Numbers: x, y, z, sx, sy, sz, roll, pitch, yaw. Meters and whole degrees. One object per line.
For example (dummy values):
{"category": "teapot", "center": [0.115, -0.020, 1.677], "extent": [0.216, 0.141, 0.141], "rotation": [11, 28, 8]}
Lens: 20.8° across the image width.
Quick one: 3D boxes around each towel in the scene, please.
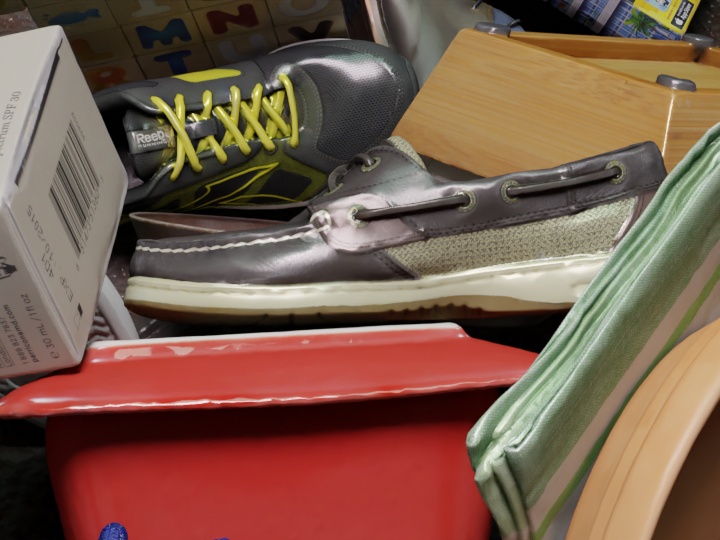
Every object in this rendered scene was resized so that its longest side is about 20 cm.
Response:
{"category": "towel", "center": [0.092, 0.064, 0.682], "extent": [0.023, 0.201, 0.153], "rotation": [25, 61, 28]}

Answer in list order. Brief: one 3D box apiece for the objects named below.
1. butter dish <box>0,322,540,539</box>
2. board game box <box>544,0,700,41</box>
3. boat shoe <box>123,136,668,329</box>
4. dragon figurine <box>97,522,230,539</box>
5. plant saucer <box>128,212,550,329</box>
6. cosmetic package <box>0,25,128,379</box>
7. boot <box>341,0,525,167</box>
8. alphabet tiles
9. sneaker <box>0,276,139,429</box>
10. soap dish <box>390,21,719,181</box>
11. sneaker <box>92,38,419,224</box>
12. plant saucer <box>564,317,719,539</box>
{"category": "butter dish", "center": [-0.032, 0.096, 0.713], "extent": [0.198, 0.149, 0.199], "rotation": [-2, -3, -9]}
{"category": "board game box", "center": [0.108, -0.214, 1.091], "extent": [0.199, 0.062, 0.200], "rotation": [31, 45, 2]}
{"category": "boat shoe", "center": [0.015, -0.014, 0.702], "extent": [0.199, 0.067, 0.072], "rotation": [-3, -2, -2]}
{"category": "dragon figurine", "center": [-0.082, 0.165, 0.569], "extent": [0.058, 0.100, 0.201], "rotation": [8, 41, 13]}
{"category": "plant saucer", "center": [0.000, 0.000, 0.835], "extent": [0.199, 0.032, 0.200], "rotation": [5, 4, 0]}
{"category": "cosmetic package", "center": [-0.188, -0.010, 0.665], "extent": [0.199, 0.071, 0.106], "rotation": [-11, 38, 12]}
{"category": "boot", "center": [0.037, -0.117, 1.001], "extent": [0.096, 0.075, 0.201], "rotation": [5, 60, -14]}
{"category": "alphabet tiles", "center": [-0.107, -0.106, 0.895], "extent": [0.199, 0.167, 0.008], "rotation": [-11, 71, 3]}
{"category": "sneaker", "center": [-0.149, -0.030, 0.820], "extent": [0.073, 0.201, 0.118], "rotation": [-27, 27, 17]}
{"category": "soap dish", "center": [0.139, -0.057, 0.876], "extent": [0.199, 0.082, 0.157], "rotation": [-3, 18, -41]}
{"category": "sneaker", "center": [-0.069, -0.056, 0.892], "extent": [0.199, 0.075, 0.085], "rotation": [-15, 1, 6]}
{"category": "plant saucer", "center": [0.118, 0.099, 0.671], "extent": [0.037, 0.201, 0.200], "rotation": [19, 41, 31]}
